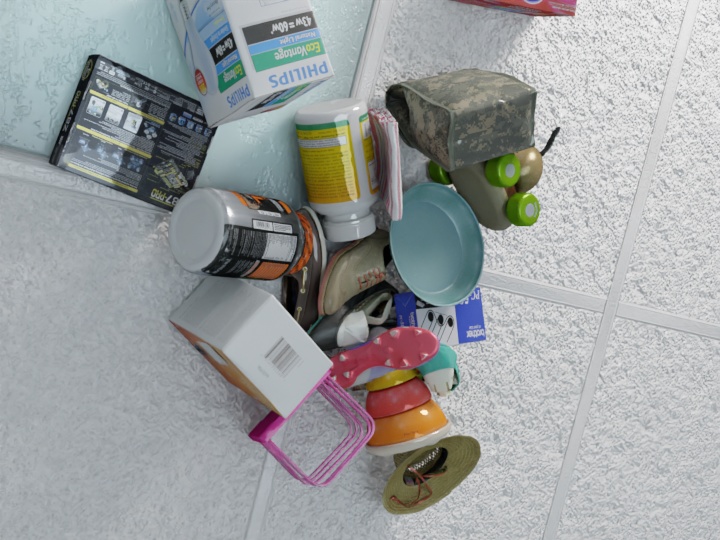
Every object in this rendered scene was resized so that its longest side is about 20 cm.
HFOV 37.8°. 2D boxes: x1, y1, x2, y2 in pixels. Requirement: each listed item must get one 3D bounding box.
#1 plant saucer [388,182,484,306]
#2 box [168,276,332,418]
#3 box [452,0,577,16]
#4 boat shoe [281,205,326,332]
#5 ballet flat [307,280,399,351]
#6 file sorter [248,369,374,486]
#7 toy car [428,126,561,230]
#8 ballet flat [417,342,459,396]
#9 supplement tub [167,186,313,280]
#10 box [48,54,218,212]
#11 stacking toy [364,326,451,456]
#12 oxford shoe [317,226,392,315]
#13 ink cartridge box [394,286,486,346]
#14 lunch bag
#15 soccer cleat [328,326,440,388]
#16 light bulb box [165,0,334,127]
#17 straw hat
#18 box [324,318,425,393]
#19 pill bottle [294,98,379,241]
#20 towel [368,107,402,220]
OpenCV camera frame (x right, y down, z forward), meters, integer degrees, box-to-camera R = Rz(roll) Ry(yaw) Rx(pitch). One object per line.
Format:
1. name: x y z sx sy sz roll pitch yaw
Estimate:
1. plant saucer: 0.115 -0.040 1.681 0.199 0.036 0.202 9 75 -36
2. box: -0.162 0.103 1.523 0.106 0.200 0.152 -48 120 -15
3. box: 0.254 -0.474 1.713 0.199 0.099 0.096 1 101 -32
4. boat shoe: -0.094 0.003 1.622 0.059 0.072 0.202 -13 113 -32
5. ballet flat: -0.004 0.072 1.656 0.200 0.068 0.068 -41 141 -40
6. file sorter: -0.072 0.242 1.589 0.125 0.200 0.139 44 77 -2
7. toy car: 0.246 -0.181 1.747 0.200 0.164 0.158 -47 121 -26
8. ballet flat: 0.131 0.166 1.698 0.067 0.200 0.071 -16 74 7
9. supplement tub: -0.167 -0.049 1.513 0.199 0.122 0.124 7 98 -53
10. box: -0.308 -0.185 1.458 0.199 0.049 0.162 21 88 -34
11. stacking toy: 0.057 0.187 1.699 0.145 0.146 0.202 -16 92 -28
12. oxford shoe: 0.000 0.000 1.632 0.200 0.074 0.071 -55 153 -37
13. ink cartridge box: 0.136 0.079 1.746 0.199 0.044 0.095 -3 85 -52
14. lunch bag: 0.152 -0.250 1.647 0.163 0.200 0.118 -18 125 -23
15. soccer cleat: 0.036 0.135 1.625 0.076 0.199 0.067 14 58 -66
16. light bulb box: -0.154 -0.318 1.410 0.124 0.198 0.201 -21 94 -25
17. straw hat: 0.101 0.321 1.801 0.200 0.085 0.202 -18 138 -17
18. box: 0.031 0.138 1.750 0.199 0.035 0.111 -4 103 -31
19. pill bottle: -0.031 -0.152 1.601 0.112 0.113 0.202 -19 111 -27
20. towel: 0.037 -0.165 1.597 0.030 0.200 0.148 -6 106 -4
